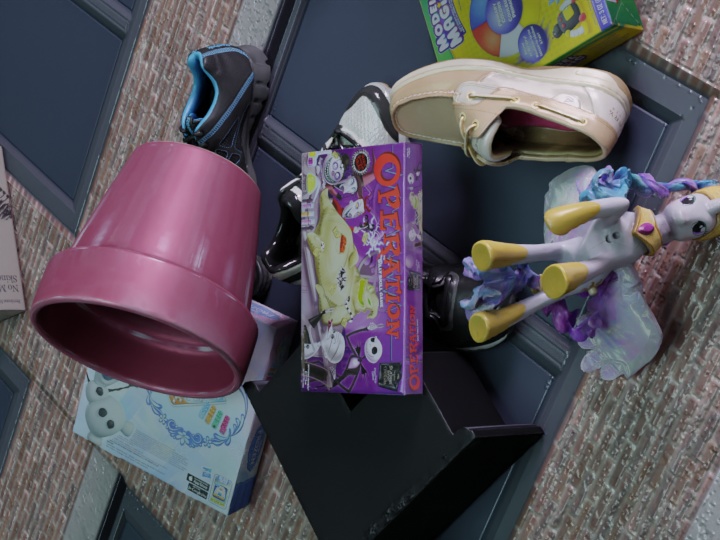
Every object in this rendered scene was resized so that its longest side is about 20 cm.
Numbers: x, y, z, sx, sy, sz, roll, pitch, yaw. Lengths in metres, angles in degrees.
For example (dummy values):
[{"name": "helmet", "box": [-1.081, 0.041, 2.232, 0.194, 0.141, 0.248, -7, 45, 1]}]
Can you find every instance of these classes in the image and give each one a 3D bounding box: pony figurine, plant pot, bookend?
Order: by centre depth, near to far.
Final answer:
[{"name": "pony figurine", "box": [0.169, -0.006, 1.151, 0.193, 0.199, 0.168, -37, 71, 56]}, {"name": "bookend", "box": [0.021, 0.119, 1.343, 0.199, 0.092, 0.201, -49, 57, 31]}, {"name": "plant pot", "box": [-0.173, -0.006, 1.407, 0.199, 0.200, 0.180, -10, 54, 44]}]

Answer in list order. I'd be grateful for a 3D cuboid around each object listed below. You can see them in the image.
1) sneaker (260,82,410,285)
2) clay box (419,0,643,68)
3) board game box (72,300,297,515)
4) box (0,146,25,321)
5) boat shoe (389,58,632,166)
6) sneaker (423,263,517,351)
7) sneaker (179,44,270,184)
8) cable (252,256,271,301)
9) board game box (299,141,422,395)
[{"name": "sneaker", "box": [-0.024, -0.072, 1.389, 0.076, 0.087, 0.201, 37, 114, 40]}, {"name": "clay box", "box": [0.124, -0.202, 1.267, 0.199, 0.047, 0.116, -28, 71, 41]}, {"name": "board game box", "box": [-0.175, 0.105, 1.533, 0.199, 0.043, 0.201, 24, 110, 24]}, {"name": "box", "box": [-0.450, -0.042, 1.818, 0.068, 0.082, 0.202, -19, 78, 42]}, {"name": "boat shoe", "box": [0.108, -0.117, 1.222, 0.198, 0.074, 0.070, 1, 52, 26]}, {"name": "sneaker", "box": [0.038, 0.025, 1.327, 0.199, 0.087, 0.077, 11, 98, 44]}, {"name": "sneaker", "box": [-0.144, -0.118, 1.511, 0.073, 0.082, 0.202, 13, 101, 42]}, {"name": "cable", "box": [-0.162, 0.026, 1.574, 0.199, 0.050, 0.098, -31, 61, 28]}, {"name": "board game box", "box": [0.000, 0.000, 1.286, 0.119, 0.032, 0.202, -2, 87, 39]}]
